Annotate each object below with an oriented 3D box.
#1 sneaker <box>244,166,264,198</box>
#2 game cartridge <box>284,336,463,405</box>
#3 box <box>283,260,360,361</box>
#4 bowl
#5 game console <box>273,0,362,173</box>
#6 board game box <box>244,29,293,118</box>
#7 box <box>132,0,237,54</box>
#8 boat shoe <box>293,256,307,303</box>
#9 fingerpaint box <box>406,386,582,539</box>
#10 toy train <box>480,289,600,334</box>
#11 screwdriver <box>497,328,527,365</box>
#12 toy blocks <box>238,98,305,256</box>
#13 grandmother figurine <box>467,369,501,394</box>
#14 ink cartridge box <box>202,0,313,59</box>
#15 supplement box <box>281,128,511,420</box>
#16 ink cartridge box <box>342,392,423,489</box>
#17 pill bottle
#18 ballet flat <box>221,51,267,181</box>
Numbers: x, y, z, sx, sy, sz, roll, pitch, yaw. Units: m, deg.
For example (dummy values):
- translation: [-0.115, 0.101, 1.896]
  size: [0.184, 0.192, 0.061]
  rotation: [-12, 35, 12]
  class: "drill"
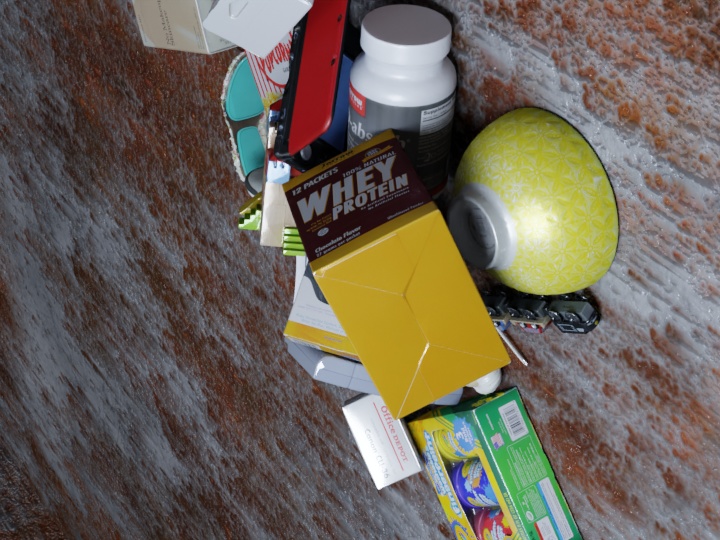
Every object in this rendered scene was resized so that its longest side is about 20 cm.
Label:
- translation: [-0.075, -0.127, 1.662]
  size: [0.200, 0.074, 0.079]
  rotation: [1, 130, 44]
  class: "sneaker"
- translation: [0.020, 0.116, 1.572]
  size: [0.133, 0.200, 0.041]
  rotation: [45, 119, 60]
  class: "game cartridge"
- translation: [0.000, 0.000, 1.496]
  size: [0.119, 0.200, 0.041]
  rotation: [15, 166, 15]
  class: "box"
- translation: [0.153, -0.056, 1.324]
  size: [0.200, 0.108, 0.200]
  rotation: [38, 139, 42]
  class: "bowl"
- translation: [-0.018, -0.209, 1.419]
  size: [0.119, 0.172, 0.200]
  rotation: [-3, 71, 34]
  class: "game console"
- translation: [-0.079, -0.252, 1.581]
  size: [0.151, 0.046, 0.200]
  rotation: [-2, 110, 59]
  class: "board game box"
- translation: [-0.232, -0.354, 1.785]
  size: [0.200, 0.078, 0.095]
  rotation: [17, 125, 54]
  class: "box"
- translation: [-0.047, -0.013, 1.740]
  size: [0.068, 0.072, 0.200]
  rotation: [12, 111, 17]
  class: "boat shoe"
- translation: [0.157, 0.254, 1.573]
  size: [0.167, 0.073, 0.200]
  rotation: [-23, 90, 62]
  class: "fingerpaint box"
- translation: [0.187, 0.047, 1.416]
  size: [0.046, 0.034, 0.200]
  rotation: [45, 159, -25]
  class: "toy train"
- translation: [0.128, 0.033, 1.510]
  size: [0.200, 0.029, 0.028]
  rotation: [57, 150, 20]
  class: "screwdriver"
- translation: [-0.087, -0.117, 1.522]
  size: [0.200, 0.100, 0.137]
  rotation: [-101, 17, -68]
  class: "toy blocks"
- translation: [0.073, 0.091, 1.541]
  size: [0.200, 0.061, 0.121]
  rotation: [23, 176, 9]
  class: "grandmother figurine"
- translation: [-0.083, -0.351, 1.413]
  size: [0.083, 0.200, 0.145]
  rotation: [27, 155, -16]
  class: "ink cartridge box"
- translation: [0.033, 0.000, 1.326]
  size: [0.197, 0.133, 0.200]
  rotation: [62, -177, -30]
  class: "supplement box"
- translation: [0.028, 0.212, 1.682]
  size: [0.200, 0.067, 0.117]
  rotation: [84, 161, -86]
  class: "ink cartridge box"
- translation: [0.044, -0.177, 1.410]
  size: [0.116, 0.116, 0.200]
  rotation: [41, 142, 39]
  class: "pill bottle"
- translation: [-0.157, -0.214, 1.774]
  size: [0.064, 0.075, 0.200]
  rotation: [-125, 30, -52]
  class: "ballet flat"
